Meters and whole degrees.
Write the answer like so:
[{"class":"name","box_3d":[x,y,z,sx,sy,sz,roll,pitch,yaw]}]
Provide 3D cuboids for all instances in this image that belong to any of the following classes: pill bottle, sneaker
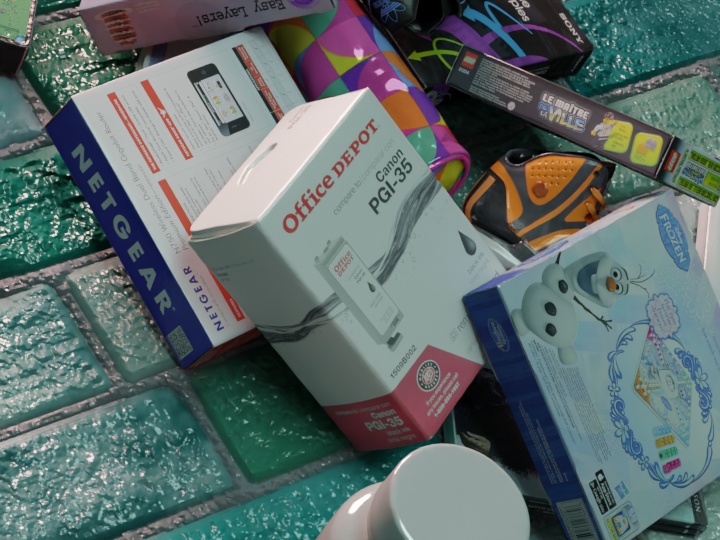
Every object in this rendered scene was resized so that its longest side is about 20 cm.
[{"class":"pill bottle","box_3d":[0.021,0.194,1.425,0.114,0.200,0.115,14,51,-17]},{"class":"sneaker","box_3d":[0.176,-0.020,1.731,0.200,0.112,0.078,32,4,-3]},{"class":"sneaker","box_3d":[0.056,-0.219,1.789,0.200,0.070,0.078,-15,77,-57]}]

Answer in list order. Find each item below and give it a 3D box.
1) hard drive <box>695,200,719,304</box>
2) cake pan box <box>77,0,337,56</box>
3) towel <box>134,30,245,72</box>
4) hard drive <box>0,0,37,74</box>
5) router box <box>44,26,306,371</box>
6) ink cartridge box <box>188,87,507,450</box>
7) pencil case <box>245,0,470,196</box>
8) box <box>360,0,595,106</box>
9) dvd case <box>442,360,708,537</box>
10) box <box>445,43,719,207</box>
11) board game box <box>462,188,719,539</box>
[{"class":"hard drive","box_3d":[0.319,0.041,1.828,0.132,0.026,0.200,22,49,-11]},{"class":"cake pan box","box_3d":[-0.095,-0.248,1.730,0.199,0.052,0.185,-8,44,20]},{"class":"towel","box_3d":[-0.073,-0.138,1.762,0.199,0.024,0.147,21,46,-14]},{"class":"hard drive","box_3d":[-0.329,-0.226,1.684,0.199,0.038,0.140,14,50,-17]},{"class":"router box","box_3d":[-0.096,-0.055,1.640,0.179,0.049,0.200,-25,82,-39]},{"class":"ink cartridge box","box_3d":[0.000,0.000,1.588,0.200,0.083,0.147,52,55,-21]},{"class":"pencil case","box_3d":[-0.001,-0.129,1.726,0.088,0.088,0.200,-18,62,-36]},{"class":"box","box_3d":[0.079,-0.207,1.877,0.200,0.036,0.143,-16,64,-42]},{"class":"dvd case","box_3d":[0.151,0.112,1.688,0.199,0.022,0.146,13,51,-21]},{"class":"box","box_3d":[0.172,-0.110,1.767,0.200,0.035,0.110,28,5,34]},{"class":"board game box","box_3d":[0.184,0.070,1.644,0.199,0.043,0.201,-27,96,-40]}]
